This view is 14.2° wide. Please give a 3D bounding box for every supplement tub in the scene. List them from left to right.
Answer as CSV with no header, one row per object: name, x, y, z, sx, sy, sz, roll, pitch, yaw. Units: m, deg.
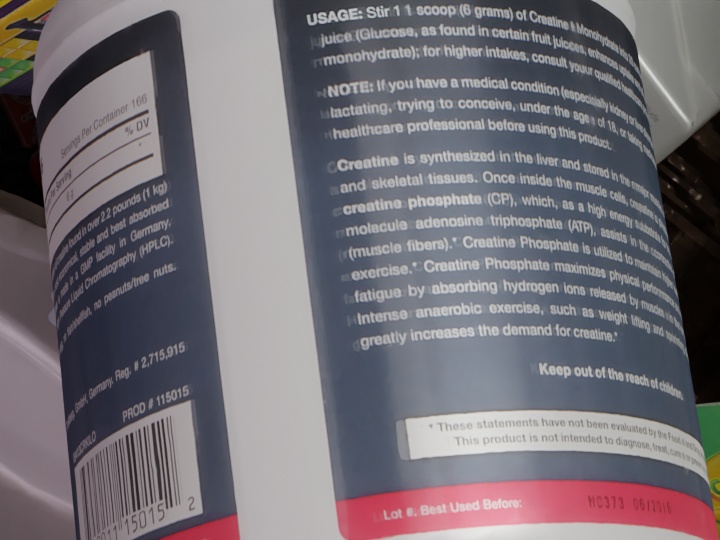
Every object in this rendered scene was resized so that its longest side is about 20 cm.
supplement tub,0.000,0.000,0.648,0.140,0.140,0.201,-24,66,42

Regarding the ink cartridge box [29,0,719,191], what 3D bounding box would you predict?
ink cartridge box,0.007,-0.046,0.804,0.116,0.067,0.200,52,132,0

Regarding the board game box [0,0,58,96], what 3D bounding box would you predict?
board game box,-0.054,-0.157,0.748,0.200,0.057,0.166,-24,72,43

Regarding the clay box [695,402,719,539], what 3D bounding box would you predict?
clay box,0.162,0.089,0.686,0.115,0.048,0.200,-8,126,46

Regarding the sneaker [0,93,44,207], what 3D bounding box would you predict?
sneaker,-0.098,-0.028,0.883,0.200,0.075,0.085,39,141,12

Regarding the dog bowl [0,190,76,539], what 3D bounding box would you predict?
dog bowl,-0.102,0.041,0.836,0.200,0.059,0.200,23,143,18
